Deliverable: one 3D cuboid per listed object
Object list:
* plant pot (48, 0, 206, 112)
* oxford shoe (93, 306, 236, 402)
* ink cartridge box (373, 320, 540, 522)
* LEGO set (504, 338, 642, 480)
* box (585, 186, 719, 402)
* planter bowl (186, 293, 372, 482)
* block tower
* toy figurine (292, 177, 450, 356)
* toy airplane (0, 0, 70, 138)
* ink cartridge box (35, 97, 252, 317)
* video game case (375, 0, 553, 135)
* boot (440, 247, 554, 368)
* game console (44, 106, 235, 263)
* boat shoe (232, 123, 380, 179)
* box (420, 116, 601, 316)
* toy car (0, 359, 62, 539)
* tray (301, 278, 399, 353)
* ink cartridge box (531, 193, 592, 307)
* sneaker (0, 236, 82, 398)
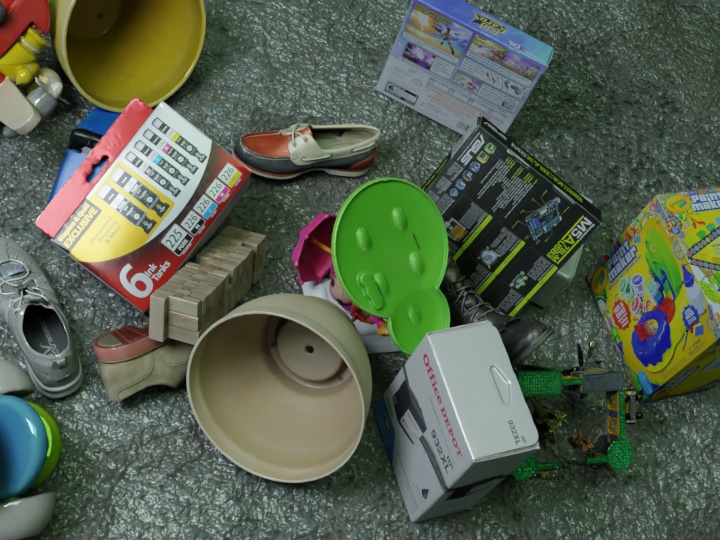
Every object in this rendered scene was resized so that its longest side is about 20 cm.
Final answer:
[{"bbox_3d":[-0.317,-0.321,1.277,0.199,0.202,0.142,-29,46,-30],"label":"plant pot"},{"bbox_3d":[-0.206,0.089,1.138,0.198,0.070,0.076,-16,109,-36],"label":"oxford shoe"},{"bbox_3d":[0.097,0.168,1.097,0.083,0.201,0.147,-8,63,-23],"label":"ink cartridge box"},{"bbox_3d":[0.226,0.174,1.215,0.197,0.116,0.156,-9,93,-19],"label":"LEGO set"},{"bbox_3d":[0.413,0.032,1.283,0.120,0.201,0.195,-7,62,-21],"label":"box"},{"bbox_3d":[-0.072,0.109,1.100,0.199,0.202,0.135,32,28,2],"label":"planter bowl"},{"bbox_3d":[-0.167,0.015,1.137,0.057,0.055,0.200,14,28,14],"label":"block tower"},{"bbox_3d":[0.000,0.000,1.164,0.149,0.183,0.202,-30,104,-27],"label":"toy figurine"},{"bbox_3d":[-0.421,-0.220,1.188,0.140,0.198,0.203,15,62,-43],"label":"toy airplane"},{"bbox_3d":[-0.251,-0.080,1.146,0.175,0.084,0.201,36,80,-2],"label":"ink cartridge box"},{"bbox_3d":[0.138,-0.277,1.387,0.198,0.182,0.046,27,55,-1],"label":"video game case"},{"bbox_3d":[0.118,0.033,1.167,0.069,0.199,0.175,-35,98,-30],"label":"boot"},{"bbox_3d":[-0.266,-0.098,1.246,0.197,0.119,0.171,20,25,-7],"label":"game console"},{"bbox_3d":[-0.068,-0.162,1.311,0.197,0.063,0.072,0,54,-24],"label":"boat shoe"},{"bbox_3d":[0.159,-0.052,1.235,0.192,0.201,0.048,35,26,-8],"label":"box"},{"bbox_3d":[-0.380,0.176,0.949,0.197,0.150,0.178,-9,79,-23],"label":"toy car"},{"bbox_3d":[0.031,0.049,1.255,0.197,0.022,0.109,-3,63,-20],"label":"tray"},{"bbox_3d":[0.193,-0.064,1.338,0.198,0.083,0.148,27,55,-1],"label":"ink cartridge box"},{"bbox_3d":[-0.355,0.036,1.096,0.074,0.082,0.201,-27,72,-30],"label":"sneaker"}]
